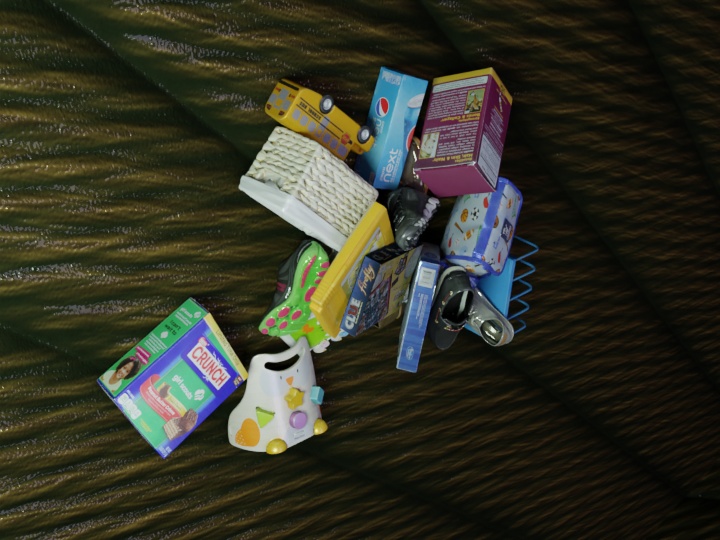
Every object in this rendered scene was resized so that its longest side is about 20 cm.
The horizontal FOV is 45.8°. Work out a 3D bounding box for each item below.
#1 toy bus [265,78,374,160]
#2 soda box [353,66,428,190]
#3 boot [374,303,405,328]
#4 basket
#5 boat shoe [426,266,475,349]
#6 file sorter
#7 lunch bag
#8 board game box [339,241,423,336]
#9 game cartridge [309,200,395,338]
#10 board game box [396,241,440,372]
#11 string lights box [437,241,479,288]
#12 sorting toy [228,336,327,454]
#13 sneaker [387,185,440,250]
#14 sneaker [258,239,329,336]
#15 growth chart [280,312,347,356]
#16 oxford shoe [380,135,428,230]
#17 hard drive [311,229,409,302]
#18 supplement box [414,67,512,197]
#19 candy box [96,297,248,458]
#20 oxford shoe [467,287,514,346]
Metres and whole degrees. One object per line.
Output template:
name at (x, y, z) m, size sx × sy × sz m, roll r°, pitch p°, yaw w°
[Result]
toy bus at (-0.063, -0.243, 1.409) m, size 0.199 × 0.065 × 0.079 m, roll 31°, pitch 90°, yaw -48°
soda box at (0.052, -0.251, 1.520) m, size 0.067 × 0.064 × 0.205 m, roll 1°, pitch 111°, yaw -44°
boot at (0.046, 0.026, 1.652) m, size 0.075 × 0.073 × 0.204 m, roll -36°, pitch 135°, yaw -37°
basket at (-0.079, -0.131, 1.403) m, size 0.199 × 0.134 × 0.125 m, roll 32°, pitch 87°, yaw -49°
boat shoe at (0.172, 0.086, 1.646) m, size 0.072 × 0.064 × 0.204 m, roll -6°, pitch 136°, yaw -16°
file sorter at (0.299, 0.031, 1.865) m, size 0.121 × 0.137 × 0.205 m, roll -19°, pitch 124°, yaw -40°
lunch bag at (0.231, -0.080, 1.624) m, size 0.200 × 0.121 × 0.174 m, roll 117°, pitch -9°, yaw -83°
board game box at (0.039, 0.024, 1.484) m, size 0.199 × 0.034 × 0.138 m, roll -24°, pitch 137°, yaw -63°
game cartridge at (-0.010, 0.004, 1.425) m, size 0.202 × 0.032 × 0.177 m, roll -59°, pitch 164°, yaw -12°
board game box at (0.110, 0.064, 1.614) m, size 0.199 × 0.042 × 0.205 m, roll -74°, pitch 176°, yaw -77°
string lights box at (0.180, 0.023, 1.765) m, size 0.202 × 0.102 × 0.059 m, roll -56°, pitch 141°, yaw -6°
sorting toy at (-0.141, 0.220, 1.563) m, size 0.197 × 0.106 × 0.185 m, roll -20°, pitch 117°, yaw -37°
sneaker at (0.078, -0.099, 1.501) m, size 0.067 × 0.090 × 0.200 m, roll -57°, pitch 178°, yaw 28°
sneaker at (-0.116, 0.033, 1.498) m, size 0.076 × 0.084 × 0.202 m, roll 22°, pitch 114°, yaw -29°
growth chart at (-0.061, 0.088, 1.568) m, size 0.198 × 0.018 × 0.144 m, roll -37°, pitch 134°, yaw 16°
oxford shoe at (0.080, -0.150, 1.601) m, size 0.071 × 0.071 × 0.205 m, roll -10°, pitch 116°, yaw -30°
hard drive at (0.000, 0.000, 1.573) m, size 0.195 × 0.038 × 0.143 m, roll -4°, pitch 117°, yaw -19°
supplement box at (0.190, -0.250, 1.557) m, size 0.103 × 0.128 × 0.204 m, roll 39°, pitch 59°, yaw -48°
candy box at (-0.300, 0.175, 1.393) m, size 0.200 × 0.076 × 0.171 m, roll -44°, pitch 135°, yaw -20°
oxford shoe at (0.237, 0.085, 1.793) m, size 0.076 × 0.199 × 0.058 m, roll -56°, pitch 167°, yaw 30°
